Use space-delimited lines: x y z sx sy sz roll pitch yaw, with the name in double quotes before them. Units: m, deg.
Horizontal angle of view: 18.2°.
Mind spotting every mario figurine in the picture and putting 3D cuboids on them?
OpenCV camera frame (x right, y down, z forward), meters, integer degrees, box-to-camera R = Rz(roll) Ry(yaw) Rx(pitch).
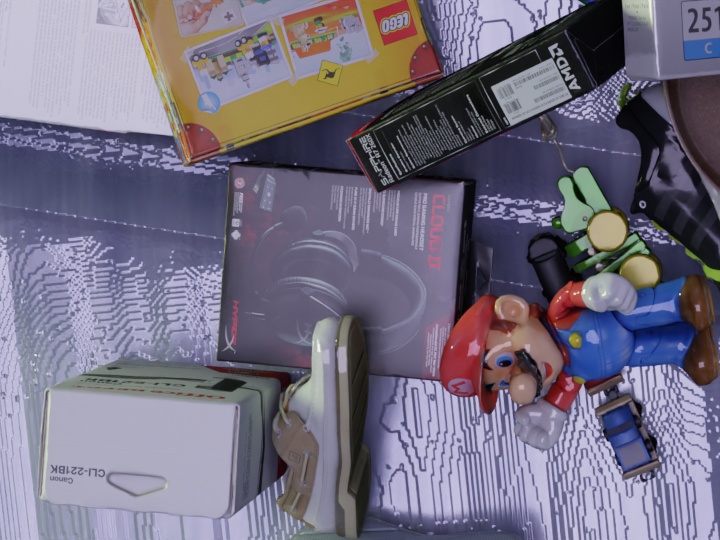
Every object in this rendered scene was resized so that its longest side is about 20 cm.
"mario figurine" 0.155 0.066 1.594 0.198 0.106 0.125 -9 92 5

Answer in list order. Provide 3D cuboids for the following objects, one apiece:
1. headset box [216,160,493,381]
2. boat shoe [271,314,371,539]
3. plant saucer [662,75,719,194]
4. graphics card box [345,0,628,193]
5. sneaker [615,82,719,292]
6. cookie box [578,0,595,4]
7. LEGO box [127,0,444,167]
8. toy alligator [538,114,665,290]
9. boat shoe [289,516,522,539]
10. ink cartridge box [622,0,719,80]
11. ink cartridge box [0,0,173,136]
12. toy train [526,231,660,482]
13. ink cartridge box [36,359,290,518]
"headset box" 0.000 0.000 1.674 0.198 0.077 0.150 6 95 10
"boat shoe" -0.031 0.115 1.634 0.068 0.075 0.201 8 128 10
"plant saucer" 0.299 -0.128 1.604 0.198 0.037 0.202 3 79 -17
"graphics card box" 0.100 -0.128 1.588 0.199 0.125 0.051 -26 97 34
"sneaker" 0.242 -0.046 1.644 0.082 0.072 0.202 -20 85 22
"cookie box" 0.169 -0.289 1.626 0.199 0.075 0.172 34 99 5
"LEGO box" -0.058 -0.179 1.642 0.198 0.077 0.150 -19 93 -6
"toy alligator" 0.168 -0.030 1.652 0.054 0.059 0.201 -37 89 9
"boat shoe" 0.038 0.236 1.687 0.198 0.074 0.067 3 135 26
"ink cartridge box" 0.270 -0.227 1.543 0.198 0.045 0.178 -8 97 -24
"ink cartridge box" -0.200 -0.162 1.704 0.198 0.050 0.110 8 95 0
"toy train" 0.173 0.065 1.666 0.034 0.046 0.201 -25 90 10
"ink cartridge box" -0.139 0.120 1.641 0.143 0.200 0.085 4 95 8
